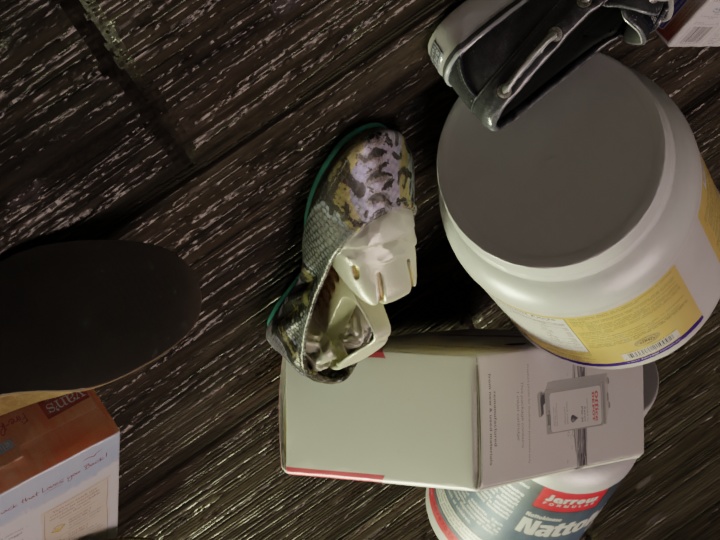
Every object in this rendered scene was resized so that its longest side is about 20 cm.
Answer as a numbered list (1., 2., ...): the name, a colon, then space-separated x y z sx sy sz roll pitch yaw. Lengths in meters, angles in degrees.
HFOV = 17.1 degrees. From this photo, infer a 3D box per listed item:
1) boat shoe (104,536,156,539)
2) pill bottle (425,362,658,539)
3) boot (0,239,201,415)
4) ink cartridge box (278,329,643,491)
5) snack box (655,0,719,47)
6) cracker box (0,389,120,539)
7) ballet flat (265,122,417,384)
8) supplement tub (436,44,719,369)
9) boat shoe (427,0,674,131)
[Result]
1. boat shoe: -0.177 0.201 1.314 0.200 0.066 0.072 -10 148 -46
2. pill bottle: 0.132 0.124 1.703 0.119 0.120 0.200 -21 154 -33
3. boot: -0.174 0.040 1.164 0.199 0.074 0.075 -21 170 -18
4. ink cartridge box: 0.066 0.082 1.478 0.146 0.083 0.200 1 -178 35
5. snack box: 0.250 -0.164 1.413 0.200 0.024 0.072 -7 144 -51
6. cracker box: -0.203 0.140 1.320 0.134 0.058 0.200 -27 158 -20
7. ballet flat: 0.000 0.000 1.321 0.072 0.072 0.201 -23 155 -29
8. supplement tub: 0.124 -0.034 1.330 0.145 0.146 0.200 -37 158 3
9. boat shoe: 0.131 -0.146 1.213 0.200 0.068 0.072 -36 159 0
